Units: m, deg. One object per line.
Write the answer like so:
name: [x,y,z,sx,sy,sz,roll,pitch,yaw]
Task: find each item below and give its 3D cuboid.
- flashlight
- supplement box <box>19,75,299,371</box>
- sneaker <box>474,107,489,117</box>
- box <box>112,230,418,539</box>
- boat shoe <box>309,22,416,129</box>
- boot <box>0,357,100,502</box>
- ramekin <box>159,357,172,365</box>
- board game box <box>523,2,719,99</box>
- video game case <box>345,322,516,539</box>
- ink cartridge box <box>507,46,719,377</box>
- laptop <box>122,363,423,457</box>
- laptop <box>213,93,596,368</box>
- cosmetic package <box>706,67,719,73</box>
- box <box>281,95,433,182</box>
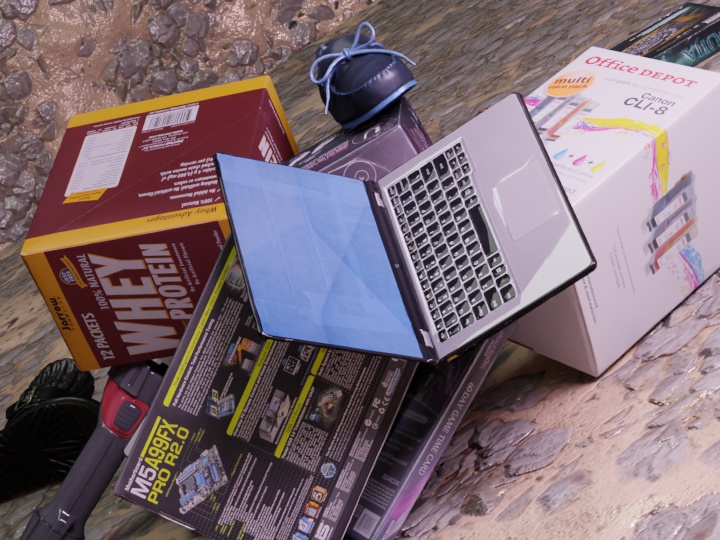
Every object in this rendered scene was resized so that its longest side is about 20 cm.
flashlight: [-0.228,0.166,1.692,0.068,0.068,0.201,35,95,42]
supplement box: [-0.160,-0.041,1.677,0.195,0.134,0.201,-10,38,15]
sneaker: [0.136,-0.111,1.793,0.080,0.087,0.199,-29,6,-33]
box: [-0.060,0.096,1.350,0.044,0.159,0.202,136,158,-82]
boat shoe: [-0.011,-0.163,1.638,0.084,0.069,0.200,-33,11,-12]
boot: [-0.308,0.149,2.017,0.210,0.080,0.158,-22,17,35]
ramekin: [-0.109,0.033,1.824,0.200,0.105,0.200,-48,4,5]
board game box: [0.219,-0.164,1.646,0.199,0.028,0.135,-30,12,0]
video game case: [0.037,0.102,1.408,0.201,0.019,0.143,-59,19,-6]
ink cartridge box: [0.177,-0.050,1.458,0.200,0.146,0.145,-38,36,-27]
laptop: [-0.071,0.104,1.475,0.188,0.199,0.116,-57,-17,-5]
laptop: [0.026,-0.041,1.319,0.199,0.116,0.188,-32,43,14]
cosmetic package: [0.276,-0.103,1.584,0.071,0.106,0.199,-35,15,-23]
box: [0.029,-0.020,1.625,0.131,0.201,0.115,-29,13,11]
